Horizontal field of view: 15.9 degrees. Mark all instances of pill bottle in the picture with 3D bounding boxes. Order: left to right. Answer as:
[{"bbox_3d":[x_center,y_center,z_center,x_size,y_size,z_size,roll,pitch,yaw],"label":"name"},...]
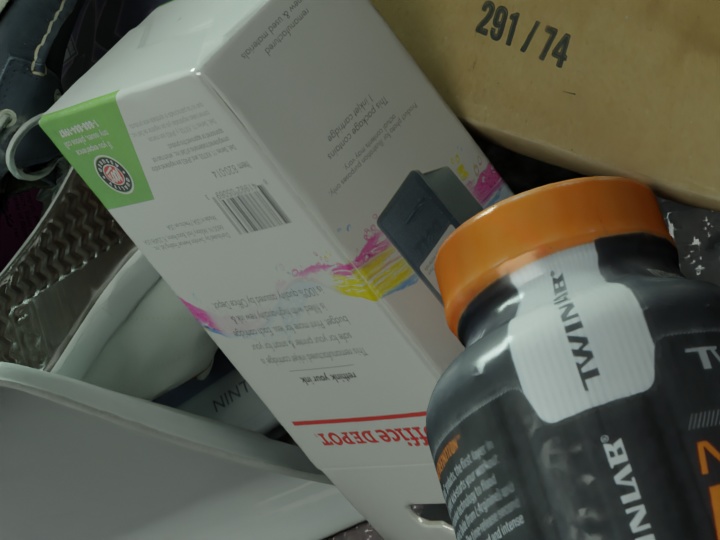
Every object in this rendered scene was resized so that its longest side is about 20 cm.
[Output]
[{"bbox_3d":[0.081,0.075,0.733,0.106,0.106,0.201,-33,63,35],"label":"pill bottle"}]

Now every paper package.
[{"bbox_3d":[0.088,-0.126,0.819,0.199,0.103,0.192,19,103,38],"label":"paper package"}]

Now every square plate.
[{"bbox_3d":[-0.121,0.084,0.938,0.199,0.198,0.029,-26,58,37],"label":"square plate"}]

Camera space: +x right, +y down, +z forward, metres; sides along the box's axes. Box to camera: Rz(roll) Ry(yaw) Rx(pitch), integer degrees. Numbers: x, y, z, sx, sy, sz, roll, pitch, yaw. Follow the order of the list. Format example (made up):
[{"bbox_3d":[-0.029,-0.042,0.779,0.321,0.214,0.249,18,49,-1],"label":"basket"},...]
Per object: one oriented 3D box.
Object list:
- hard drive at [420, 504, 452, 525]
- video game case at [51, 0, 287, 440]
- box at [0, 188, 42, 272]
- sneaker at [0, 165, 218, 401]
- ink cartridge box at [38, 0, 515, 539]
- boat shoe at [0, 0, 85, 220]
[{"bbox_3d":[0.070,0.124,0.883,0.132,0.027,0.201,26,106,37],"label":"hard drive"},{"bbox_3d":[-0.047,-0.041,0.984,0.182,0.023,0.201,-33,69,35],"label":"video game case"},{"bbox_3d":[-0.216,0.040,1.078,0.200,0.096,0.177,-31,71,35],"label":"box"},{"bbox_3d":[-0.066,-0.015,0.950,0.200,0.085,0.073,-48,55,5],"label":"sneaker"},{"bbox_3d":[0.000,0.000,0.842,0.200,0.067,0.117,52,152,-17],"label":"ink cartridge box"},{"bbox_3d":[-0.138,-0.043,0.961,0.062,0.075,0.201,29,77,0],"label":"boat shoe"}]
